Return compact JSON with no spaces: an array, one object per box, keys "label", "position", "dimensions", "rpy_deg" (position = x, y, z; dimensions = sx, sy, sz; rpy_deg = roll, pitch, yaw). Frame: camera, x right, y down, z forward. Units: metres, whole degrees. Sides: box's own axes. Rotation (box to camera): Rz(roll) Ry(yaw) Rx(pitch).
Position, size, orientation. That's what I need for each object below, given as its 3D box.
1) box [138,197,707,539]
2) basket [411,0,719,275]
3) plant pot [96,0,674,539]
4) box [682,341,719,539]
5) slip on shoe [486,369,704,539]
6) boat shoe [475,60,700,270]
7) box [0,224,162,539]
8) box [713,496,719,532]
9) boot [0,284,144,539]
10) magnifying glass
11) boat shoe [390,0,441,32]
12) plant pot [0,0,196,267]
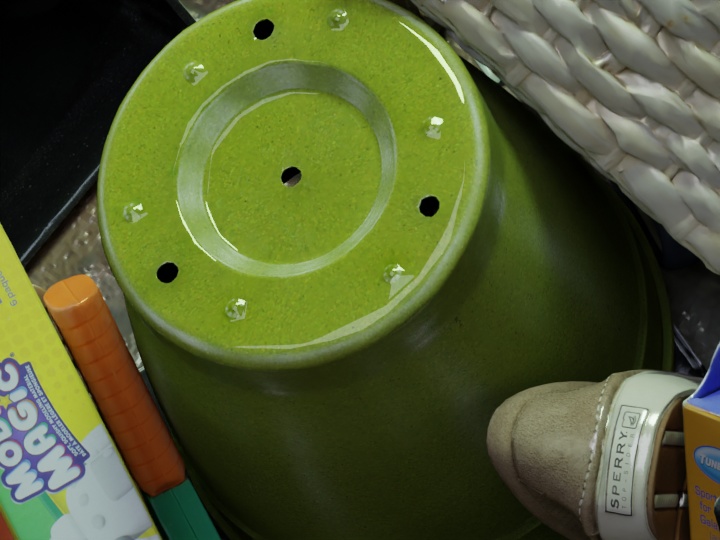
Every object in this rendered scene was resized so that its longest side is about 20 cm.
[{"label":"box","position":[0.028,0.058,0.906],"dimensions":[0.199,0.049,0.160],"rpy_deg":[-34,67,1]},{"label":"basket","position":[0.128,-0.136,0.750],"dimensions":[0.200,0.161,0.198],"rpy_deg":[42,120,-4]},{"label":"plant pot","position":[0.000,0.000,0.804],"dimensions":[0.198,0.193,0.202],"rpy_deg":[-5,68,12]},{"label":"box","position":[0.163,0.095,0.758],"dimensions":[0.118,0.202,0.041],"rpy_deg":[-23,30,-32]},{"label":"slip on shoe","position":[0.107,0.073,0.798],"dimensions":[0.060,0.200,0.077],"rpy_deg":[6,86,28]},{"label":"boat shoe","position":[0.090,-0.087,0.933],"dimensions":[0.062,0.075,0.201],"rpy_deg":[-31,73,-10]},{"label":"box","position":[-0.103,0.078,0.809],"dimensions":[0.048,0.117,0.201],"rpy_deg":[-29,95,-9]},{"label":"box","position":[0.196,0.111,0.704],"dimensions":[0.141,0.201,0.079],"rpy_deg":[-40,42,-24]},{"label":"boot","position":[-0.115,0.105,0.919],"dimensions":[0.074,0.107,0.202],"rpy_deg":[-19,90,-17]},{"label":"magnifying glass","position":[-0.064,0.091,0.822],"dimensions":[0.022,0.201,0.080],"rpy_deg":[-26,26,-11]},{"label":"boat shoe","position":[0.007,-0.120,0.902],"dimensions":[0.064,0.200,0.072],"rpy_deg":[-27,91,0]},{"label":"plant pot","position":[-0.223,-0.108,0.971],"dimensions":[0.177,0.200,0.200],"rpy_deg":[33,81,36]}]
